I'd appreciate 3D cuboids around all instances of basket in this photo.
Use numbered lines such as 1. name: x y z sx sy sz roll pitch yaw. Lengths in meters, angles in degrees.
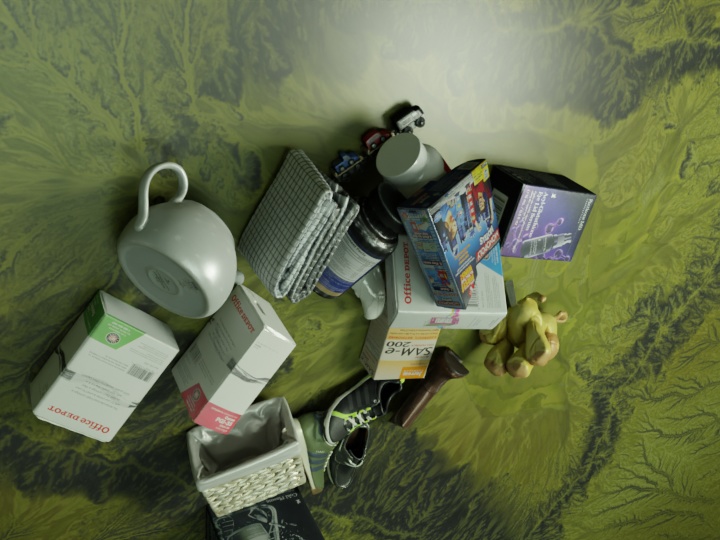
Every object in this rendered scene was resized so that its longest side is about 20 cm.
1. basket: -0.206 0.347 1.397 0.197 0.136 0.125 -20 128 -9

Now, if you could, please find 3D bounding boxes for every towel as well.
1. towel: -0.101 -0.071 1.205 0.085 0.166 0.202 20 108 -38

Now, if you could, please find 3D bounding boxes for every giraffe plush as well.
1. giraffe plush: 0.363 0.136 1.616 0.161 0.170 0.204 20 72 -46

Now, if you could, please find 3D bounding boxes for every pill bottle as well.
1. pill bottle: -0.008 -0.050 1.240 0.111 0.113 0.199 26 128 -37
2. pill bottle: 0.109 -0.144 1.295 0.112 0.112 0.200 -46 139 2

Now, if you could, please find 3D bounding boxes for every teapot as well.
1. teapot: -0.263 -0.038 1.147 0.196 0.200 0.147 34 57 -5

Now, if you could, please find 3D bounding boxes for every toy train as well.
1. toy train: 0.026 -0.216 1.276 0.199 0.034 0.046 -37 125 -6

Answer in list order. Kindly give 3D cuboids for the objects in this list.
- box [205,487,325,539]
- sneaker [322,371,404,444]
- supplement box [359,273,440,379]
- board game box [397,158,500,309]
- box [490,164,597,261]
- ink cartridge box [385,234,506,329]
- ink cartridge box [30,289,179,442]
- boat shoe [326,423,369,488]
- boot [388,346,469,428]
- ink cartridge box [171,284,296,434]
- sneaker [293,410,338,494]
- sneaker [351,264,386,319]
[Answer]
1. box: -0.188 0.552 1.497 0.196 0.197 0.126 -8 122 -25
2. sneaker: 0.008 0.266 1.486 0.200 0.082 0.072 -46 130 -20
3. supplement box: 0.088 0.110 1.473 0.124 0.074 0.203 2 116 -29
4. board game box: 0.155 -0.051 1.233 0.199 0.061 0.203 -39 124 -43
5. box: 0.338 -0.110 1.467 0.197 0.104 0.150 2 116 -29
6. ink cartridge box: 0.144 0.021 1.321 0.196 0.147 0.085 2 157 -10
7. ink cartridge box: -0.414 0.157 1.213 0.145 0.084 0.201 35 97 -38
8. boat shoe: -0.024 0.382 1.575 0.071 0.068 0.203 -3 120 -29
9. boot: 0.132 0.255 1.536 0.064 0.186 0.201 42 95 5
10. ink cartridge box: -0.217 0.149 1.278 0.082 0.147 0.201 34 99 -39
11. sneaker: -0.081 0.367 1.530 0.088 0.067 0.203 -19 122 -11
12. sneaker: 0.000 0.000 1.375 0.085 0.075 0.204 -12 116 -8
